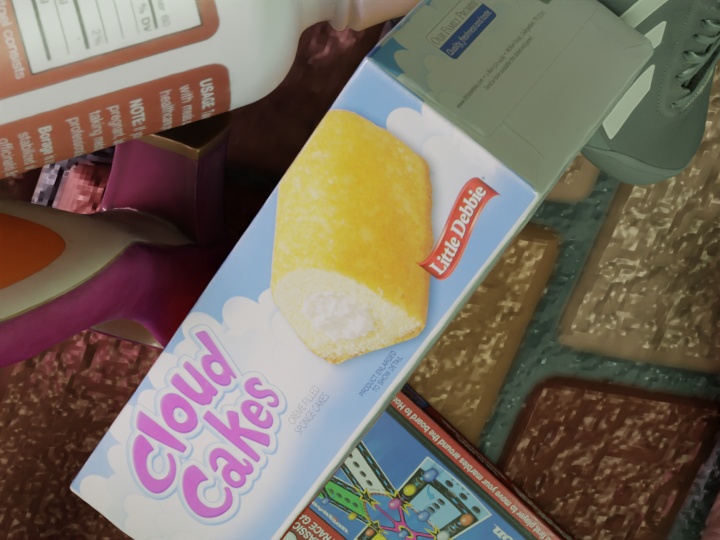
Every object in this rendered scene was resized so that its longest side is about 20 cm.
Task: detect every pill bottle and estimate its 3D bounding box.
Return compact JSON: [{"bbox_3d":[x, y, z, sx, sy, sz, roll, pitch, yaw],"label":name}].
[{"bbox_3d":[-0.088,-0.092,0.876,0.199,0.112,0.113,-17,126,-8],"label":"pill bottle"}]

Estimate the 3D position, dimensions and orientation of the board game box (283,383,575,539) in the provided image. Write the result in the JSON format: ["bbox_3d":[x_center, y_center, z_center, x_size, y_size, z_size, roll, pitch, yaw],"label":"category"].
[{"bbox_3d":[0.003,0.099,1.089,0.103,0.019,0.200,-40,125,10],"label":"board game box"}]

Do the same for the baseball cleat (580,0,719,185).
[{"bbox_3d":[0.106,-0.087,0.932,0.070,0.106,0.200,-59,149,-24],"label":"baseball cleat"}]

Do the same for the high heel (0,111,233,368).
[{"bbox_3d":[-0.100,0.018,0.915,0.067,0.200,0.096,18,119,15],"label":"high heel"}]

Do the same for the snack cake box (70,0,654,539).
[{"bbox_3d":[0.000,0.000,0.920,0.067,0.115,0.200,37,125,2],"label":"snack cake box"}]
